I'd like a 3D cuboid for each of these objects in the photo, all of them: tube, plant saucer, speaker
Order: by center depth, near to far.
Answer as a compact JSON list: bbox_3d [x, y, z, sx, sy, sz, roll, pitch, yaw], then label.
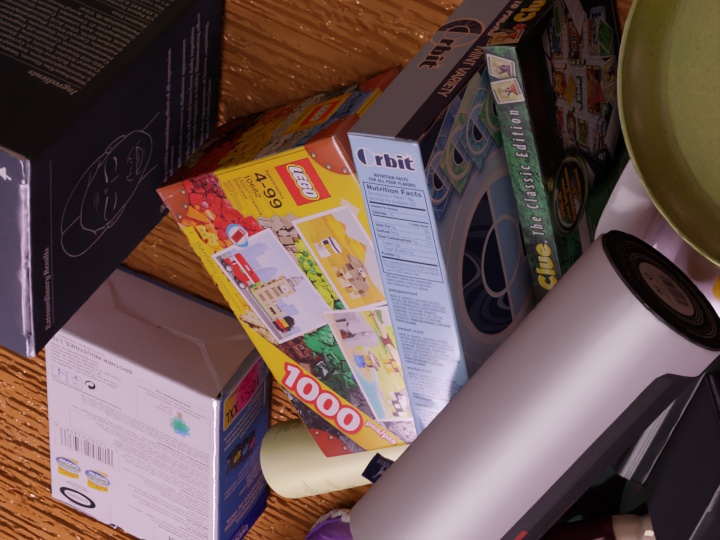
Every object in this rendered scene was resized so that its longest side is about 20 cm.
[{"bbox_3d":[0.220,-0.088,1.107,0.198,0.031,0.202,1,94,15],"label":"plant saucer"},{"bbox_3d":[0.083,0.077,1.153,0.081,0.081,0.200,41,111,-2],"label":"speaker"},{"bbox_3d":[0.021,0.106,1.457,0.199,0.058,0.052,-14,125,44],"label":"tube"}]

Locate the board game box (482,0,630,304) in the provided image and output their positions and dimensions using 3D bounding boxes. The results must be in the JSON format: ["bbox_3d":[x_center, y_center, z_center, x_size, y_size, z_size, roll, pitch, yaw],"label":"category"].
[{"bbox_3d":[0.112,-0.055,1.221,0.023,0.105,0.201,7,128,29],"label":"board game box"}]

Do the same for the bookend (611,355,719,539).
[{"bbox_3d":[0.241,0.143,1.170,0.199,0.199,0.093,20,116,-12],"label":"bookend"}]

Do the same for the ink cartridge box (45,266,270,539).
[{"bbox_3d":[-0.133,0.108,1.559,0.136,0.076,0.201,23,134,19],"label":"ink cartridge box"}]

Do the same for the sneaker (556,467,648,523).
[{"bbox_3d":[0.130,0.154,1.385,0.200,0.078,0.140,55,168,-31],"label":"sneaker"}]

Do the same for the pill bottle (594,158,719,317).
[{"bbox_3d":[0.221,0.000,1.183,0.199,0.111,0.112,30,137,10],"label":"pill bottle"}]

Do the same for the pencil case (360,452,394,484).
[{"bbox_3d":[0.046,0.152,1.390,0.091,0.094,0.200,41,173,11],"label":"pencil case"}]

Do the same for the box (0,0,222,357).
[{"bbox_3d":[-0.173,-0.079,1.335,0.106,0.200,0.149,23,135,17],"label":"box"}]

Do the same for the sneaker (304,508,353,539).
[{"bbox_3d":[-0.039,0.231,1.587,0.081,0.089,0.200,46,137,-5],"label":"sneaker"}]

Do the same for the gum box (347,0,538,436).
[{"bbox_3d":[0.069,-0.030,1.225,0.044,0.170,0.201,10,131,30],"label":"gum box"}]

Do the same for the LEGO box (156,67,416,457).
[{"bbox_3d":[0.000,0.000,1.369,0.148,0.077,0.201,-14,116,42],"label":"LEGO box"}]

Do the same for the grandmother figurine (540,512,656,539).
[{"bbox_3d":[0.124,0.164,1.269,0.198,0.061,0.122,7,126,-19],"label":"grandmother figurine"}]
